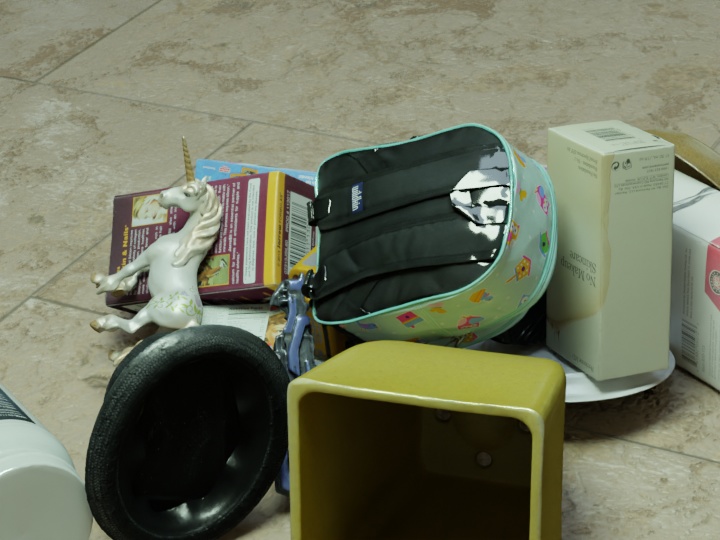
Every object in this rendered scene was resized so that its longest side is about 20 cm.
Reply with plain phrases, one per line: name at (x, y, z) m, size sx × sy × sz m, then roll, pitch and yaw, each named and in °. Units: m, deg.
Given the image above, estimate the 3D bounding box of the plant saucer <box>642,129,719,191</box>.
plant saucer at (0.332, -0.073, 1.849) m, size 0.035 × 0.200 × 0.200 m, roll -48°, pitch 42°, yaw -7°

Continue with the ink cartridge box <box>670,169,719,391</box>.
ink cartridge box at (0.304, 0.005, 1.756) m, size 0.083 × 0.147 × 0.200 m, roll -20°, pitch 33°, yaw -27°

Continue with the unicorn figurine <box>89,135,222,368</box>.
unicorn figurine at (-0.179, 0.003, 1.755) m, size 0.137 × 0.074 × 0.201 m, roll -24°, pitch 63°, yaw 17°

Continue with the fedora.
fedora at (-0.150, 0.124, 1.561) m, size 0.200 × 0.201 × 0.092 m, roll -19°, pitch 32°, yaw -23°

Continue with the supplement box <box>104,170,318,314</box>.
supplement box at (-0.136, -0.020, 1.827) m, size 0.199 × 0.111 × 0.086 m, roll -7°, pitch -16°, yaw 32°

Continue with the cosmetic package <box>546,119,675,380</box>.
cosmetic package at (0.212, -0.019, 1.657) m, size 0.073 × 0.201 × 0.104 m, roll -8°, pitch 18°, yaw -21°

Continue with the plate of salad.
plate of salad at (0.180, 0.088, 1.729) m, size 0.199 × 0.048 × 0.200 m, roll -1°, pitch 18°, yaw 0°

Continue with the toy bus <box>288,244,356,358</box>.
toy bus at (0.000, 0.000, 1.751) m, size 0.078 × 0.065 × 0.200 m, roll 13°, pitch 36°, yaw 29°

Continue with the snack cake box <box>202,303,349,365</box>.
snack cake box at (-0.064, 0.085, 1.750) m, size 0.199 × 0.067 × 0.115 m, roll -2°, pitch 29°, yaw 5°

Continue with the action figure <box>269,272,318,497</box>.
action figure at (-0.082, 0.106, 1.657) m, size 0.193 × 0.201 × 0.105 m, roll 4°, pitch -12°, yaw 0°

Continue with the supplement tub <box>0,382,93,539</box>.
supplement tub at (-0.315, 0.166, 1.570) m, size 0.140 × 0.141 × 0.200 m, roll -21°, pitch 33°, yaw -27°

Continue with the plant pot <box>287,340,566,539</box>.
plant pot at (0.069, 0.151, 1.507) m, size 0.195 × 0.195 × 0.200 m, roll 6°, pitch 20°, yaw 18°

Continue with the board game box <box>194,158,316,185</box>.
board game box at (-0.050, -0.085, 2.009) m, size 0.199 × 0.037 × 0.151 m, roll 7°, pitch 2°, yaw 22°

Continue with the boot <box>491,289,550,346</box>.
boot at (0.123, 0.011, 1.781) m, size 0.162 × 0.074 × 0.198 m, roll 11°, pitch 19°, yaw 43°

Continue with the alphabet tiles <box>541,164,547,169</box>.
alphabet tiles at (0.129, -0.086, 1.862) m, size 0.195 × 0.015 × 0.200 m, roll 11°, pitch 15°, yaw 9°

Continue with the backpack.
backpack at (0.070, -0.024, 1.611) m, size 0.200 × 0.153 × 0.176 m, roll -20°, pitch 54°, yaw 37°
